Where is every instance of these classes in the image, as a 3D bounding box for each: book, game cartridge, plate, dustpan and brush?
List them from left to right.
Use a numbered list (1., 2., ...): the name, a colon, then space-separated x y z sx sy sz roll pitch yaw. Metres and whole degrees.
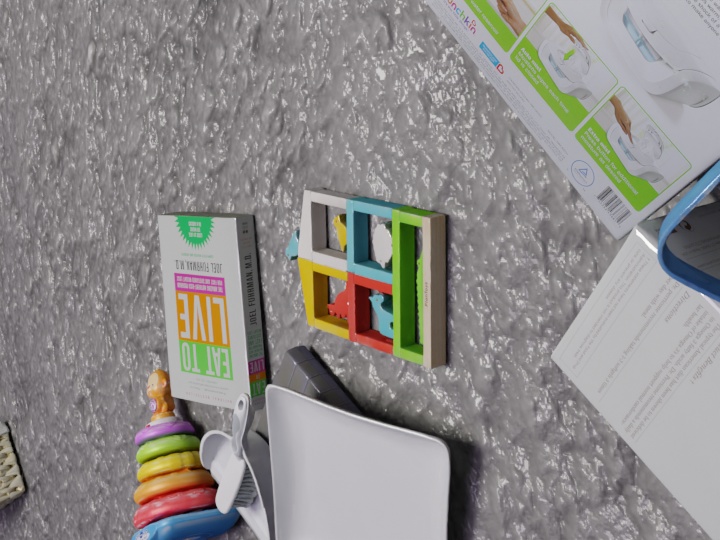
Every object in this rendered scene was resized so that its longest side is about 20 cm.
1. book: -0.155 0.040 1.148 0.132 0.048 0.204 4 102 45
2. dustpan and brush: -0.119 0.191 1.081 0.140 0.057 0.202 45 131 32
3. game cartridge: -0.057 0.188 1.079 0.130 0.038 0.202 50 134 34
4. plate: 0.002 0.211 0.982 0.198 0.032 0.203 14 117 33

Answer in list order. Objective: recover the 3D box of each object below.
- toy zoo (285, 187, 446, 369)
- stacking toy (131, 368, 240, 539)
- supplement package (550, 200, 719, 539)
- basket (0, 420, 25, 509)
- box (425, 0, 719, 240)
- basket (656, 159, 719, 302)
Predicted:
1. toy zoo: 0.000 0.000 0.966 0.198 0.020 0.134 15 112 47
2. stacking toy: -0.219 0.211 1.239 0.116 0.108 0.203 -36 62 51
3. supplement package: 0.234 0.071 0.634 0.201 0.116 0.118 51 133 28
4. basket: -0.642 0.341 1.734 0.199 0.134 0.125 -35 76 49
5. box: 0.157 -0.152 0.622 0.201 0.096 0.177 52 148 9
6. basket: 0.269 -0.017 0.524 0.198 0.140 0.177 29 131 -5
